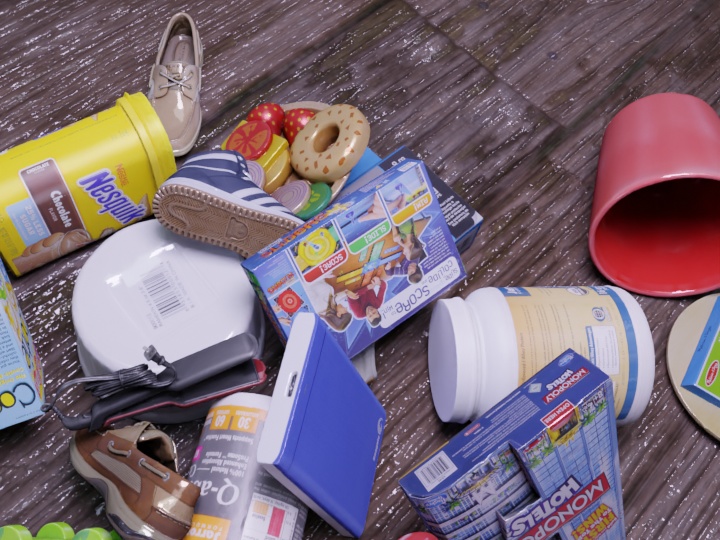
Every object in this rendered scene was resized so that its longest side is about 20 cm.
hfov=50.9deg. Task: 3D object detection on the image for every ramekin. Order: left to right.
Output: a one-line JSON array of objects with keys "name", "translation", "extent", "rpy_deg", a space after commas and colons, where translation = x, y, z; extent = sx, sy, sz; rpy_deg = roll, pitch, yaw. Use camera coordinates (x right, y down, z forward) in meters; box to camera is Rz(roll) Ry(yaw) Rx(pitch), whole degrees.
[{"name": "ramekin", "translation": [-0.196, 0.044, 0.776], "extent": [0.198, 0.098, 0.203], "rpy_deg": [4, 60, -6]}]

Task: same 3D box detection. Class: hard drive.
[{"name": "hard drive", "translation": [-0.027, 0.147, 0.688], "extent": [0.025, 0.201, 0.133], "rpy_deg": [0, 57, 22]}]

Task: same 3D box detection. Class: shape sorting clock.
[{"name": "shape sorting clock", "translation": [0.446, 0.115, 0.858], "extent": [0.197, 0.039, 0.202], "rpy_deg": [3, 62, -5]}]

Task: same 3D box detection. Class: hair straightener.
[{"name": "hair straightener", "translation": [-0.186, 0.091, 0.669], "extent": [0.197, 0.078, 0.041], "rpy_deg": [-13, 38, -7]}]

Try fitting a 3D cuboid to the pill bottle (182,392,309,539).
[{"name": "pill bottle", "translation": [-0.107, 0.223, 0.678], "extent": [0.115, 0.117, 0.202], "rpy_deg": [13, 60, 0]}]

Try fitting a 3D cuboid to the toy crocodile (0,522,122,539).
[{"name": "toy crocodile", "translation": [-0.250, 0.250, 0.645], "extent": [0.197, 0.067, 0.063], "rpy_deg": [-3, 74, 16]}]

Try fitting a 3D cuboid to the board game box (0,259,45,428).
[{"name": "board game box", "translation": [-0.371, 0.041, 0.686], "extent": [0.104, 0.202, 0.103], "rpy_deg": [-18, 25, -18]}]

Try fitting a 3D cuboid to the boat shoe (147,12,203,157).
[{"name": "boat shoe", "translation": [-0.232, -0.234, 0.946], "extent": [0.071, 0.065, 0.202], "rpy_deg": [4, 60, -5]}]

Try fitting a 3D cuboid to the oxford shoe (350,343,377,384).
[{"name": "oxford shoe", "translation": [-0.009, 0.031, 0.807], "extent": [0.057, 0.075, 0.203], "rpy_deg": [2, 81, -17]}]

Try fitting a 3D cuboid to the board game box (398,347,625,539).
[{"name": "board game box", "translation": [0.163, 0.210, 0.697], "extent": [0.199, 0.201, 0.062], "rpy_deg": [-35, 31, -8]}]

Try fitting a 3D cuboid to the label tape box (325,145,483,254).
[{"name": "label tape box", "translation": [0.021, -0.073, 0.891], "extent": [0.144, 0.064, 0.200], "rpy_deg": [-38, 72, -24]}]

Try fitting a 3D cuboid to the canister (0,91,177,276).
[{"name": "canister", "translation": [-0.303, -0.089, 0.809], "extent": [0.199, 0.149, 0.087], "rpy_deg": [-28, 67, -19]}]

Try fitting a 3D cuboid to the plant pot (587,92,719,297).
[{"name": "plant pot", "translation": [0.364, -0.099, 0.891], "extent": [0.198, 0.202, 0.179], "rpy_deg": [11, 51, -1]}]

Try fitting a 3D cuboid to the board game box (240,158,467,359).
[{"name": "board game box", "translation": [0.000, 0.000, 0.735], "extent": [0.199, 0.136, 0.034], "rpy_deg": [-33, 25, -18]}]

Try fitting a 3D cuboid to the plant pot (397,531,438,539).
[{"name": "plant pot", "translation": [0.061, 0.330, 0.601], "extent": [0.182, 0.201, 0.200], "rpy_deg": [34, 61, 22]}]

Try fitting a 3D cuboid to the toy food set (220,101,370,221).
[{"name": "toy food set", "translation": [-0.095, -0.122, 0.870], "extent": [0.199, 0.049, 0.199], "rpy_deg": [28, 74, 35]}]

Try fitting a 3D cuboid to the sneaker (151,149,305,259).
[{"name": "sneaker", "translation": [-0.104, -0.057, 0.775], "extent": [0.198, 0.071, 0.109], "rpy_deg": [24, 28, -12]}]

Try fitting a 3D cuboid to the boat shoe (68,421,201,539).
[{"name": "boat shoe", "translation": [-0.194, 0.175, 0.670], "extent": [0.199, 0.076, 0.074], "rpy_deg": [24, 75, 49]}]

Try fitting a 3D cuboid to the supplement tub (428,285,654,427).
[{"name": "supplement tub", "translation": [0.179, 0.089, 0.775], "extent": [0.197, 0.145, 0.146], "rpy_deg": [0, 61, -8]}]
